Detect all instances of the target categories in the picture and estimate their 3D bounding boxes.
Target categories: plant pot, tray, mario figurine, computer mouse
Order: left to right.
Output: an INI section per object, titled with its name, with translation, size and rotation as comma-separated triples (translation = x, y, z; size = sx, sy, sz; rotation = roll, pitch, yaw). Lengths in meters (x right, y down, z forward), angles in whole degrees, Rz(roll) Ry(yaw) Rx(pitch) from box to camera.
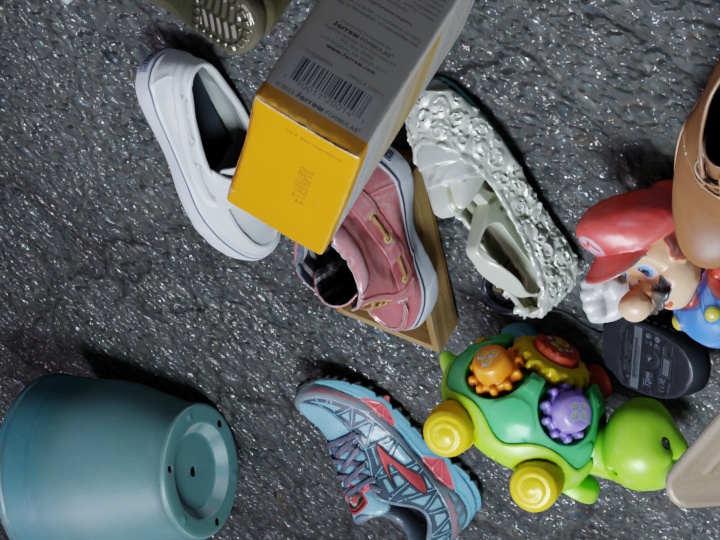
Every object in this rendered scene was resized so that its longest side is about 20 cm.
[plant pot]
translation = -0.232, 0.200, 2.014
size = 0.186, 0.201, 0.201
rotation = -4, 135, 30
[tray]
translation = 0.014, -0.025, 1.532
size = 0.098, 0.037, 0.201
rotation = 21, 150, 26
[computer mouse]
translation = 0.172, 0.038, 1.458
size = 0.199, 0.034, 0.059
rotation = 26, 128, 34
[mario figurine]
translation = 0.215, 0.030, 1.305
size = 0.199, 0.106, 0.123
rotation = 36, 119, -17

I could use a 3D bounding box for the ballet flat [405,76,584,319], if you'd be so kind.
[ballet flat]
translation = 0.086, -0.044, 1.388
size = 0.071, 0.072, 0.200
rotation = -5, 131, 51

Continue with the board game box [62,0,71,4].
[board game box]
translation = -0.204, -0.293, 1.274
size = 0.147, 0.064, 0.201
rotation = 36, 136, 8

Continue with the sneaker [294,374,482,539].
[sneaker]
translation = 0.015, 0.175, 1.774
size = 0.200, 0.096, 0.079
rotation = 39, 152, -5

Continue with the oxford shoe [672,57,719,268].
[oxford shoe]
translation = 0.212, -0.066, 1.168
size = 0.071, 0.071, 0.201
rotation = 25, 140, 17

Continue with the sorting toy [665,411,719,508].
[sorting toy]
translation = 0.307, 0.094, 1.296
size = 0.183, 0.037, 0.201
rotation = -3, 151, -11

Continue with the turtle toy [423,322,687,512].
[turtle toy]
translation = 0.147, 0.109, 1.501
size = 0.199, 0.146, 0.102
rotation = 31, 111, 10

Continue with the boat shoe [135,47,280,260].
[boat shoe]
translation = -0.105, -0.081, 1.539
size = 0.065, 0.074, 0.201
rotation = 14, 146, 43

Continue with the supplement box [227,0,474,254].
[supplement box]
translation = 0.003, -0.127, 1.206
size = 0.073, 0.201, 0.126
rotation = 30, 151, 3

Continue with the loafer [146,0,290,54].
[loafer]
translation = -0.119, -0.216, 1.354
size = 0.200, 0.067, 0.076
rotation = 42, 140, 25

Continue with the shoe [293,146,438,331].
[shoe]
translation = 0.000, 0.000, 1.448
size = 0.071, 0.091, 0.201
rotation = 23, 150, 23
